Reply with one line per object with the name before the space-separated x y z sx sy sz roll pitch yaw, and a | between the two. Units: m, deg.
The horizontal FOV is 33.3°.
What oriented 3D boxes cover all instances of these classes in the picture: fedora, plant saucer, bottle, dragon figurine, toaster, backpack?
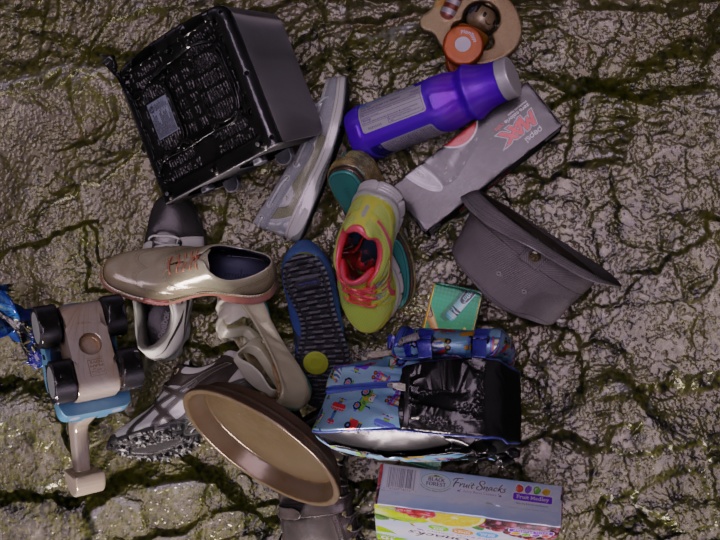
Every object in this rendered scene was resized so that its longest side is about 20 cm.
fedora | 0.180 -0.003 1.331 0.200 0.177 0.090 31 101 -14
plant saucer | -0.102 0.183 1.294 0.200 0.200 0.029 32 63 6
bottle | 0.082 -0.185 1.362 0.200 0.084 0.065 -19 88 25
dragon figurine | -0.428 0.050 1.419 0.200 0.099 0.059 32 91 6
toaster | -0.166 -0.193 1.364 0.181 0.119 0.200 -25 85 31
backpack | 0.055 0.129 1.221 0.200 0.183 0.135 -2 79 17

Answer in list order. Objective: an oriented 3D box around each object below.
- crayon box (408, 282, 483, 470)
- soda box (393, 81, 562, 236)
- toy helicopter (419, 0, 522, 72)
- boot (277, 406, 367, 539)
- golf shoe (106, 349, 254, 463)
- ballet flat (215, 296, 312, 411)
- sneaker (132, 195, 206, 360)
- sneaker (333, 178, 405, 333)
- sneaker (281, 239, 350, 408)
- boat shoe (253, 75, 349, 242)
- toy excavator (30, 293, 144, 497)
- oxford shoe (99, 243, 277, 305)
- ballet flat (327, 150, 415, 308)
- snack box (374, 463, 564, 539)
crayon box | 0.088 0.116 1.359 0.058 0.119 0.200 13 90 6
soda box | 0.134 -0.128 1.392 0.200 0.063 0.071 -38 85 2
toy helicopter | 0.117 -0.329 1.396 0.132 0.079 0.200 -35 81 3
boot | -0.025 0.237 1.384 0.200 0.069 0.174 -15 95 23
golf shoe | -0.210 0.161 1.418 0.200 0.078 0.095 -22 54 16
ballet flat | -0.126 0.077 1.382 0.069 0.069 0.200 -36 69 3
sneaker | -0.228 0.006 1.410 0.074 0.089 0.200 2 87 7
sneaker | 0.000 0.000 1.333 0.078 0.090 0.200 13 131 16
sneaker | -0.049 0.061 1.408 0.066 0.078 0.200 -8 107 4
boat shoe | -0.064 -0.135 1.407 0.065 0.074 0.202 20 97 1
toy excavator | -0.314 0.144 1.366 0.100 0.200 0.195 -10 73 -26
oxford shoe | -0.192 -0.006 1.346 0.200 0.074 0.071 -1 64 -8
ballet flat | 0.022 -0.051 1.388 0.071 0.071 0.200 -23 116 4
snack box | 0.118 0.271 1.338 0.200 0.142 0.053 7 64 6
